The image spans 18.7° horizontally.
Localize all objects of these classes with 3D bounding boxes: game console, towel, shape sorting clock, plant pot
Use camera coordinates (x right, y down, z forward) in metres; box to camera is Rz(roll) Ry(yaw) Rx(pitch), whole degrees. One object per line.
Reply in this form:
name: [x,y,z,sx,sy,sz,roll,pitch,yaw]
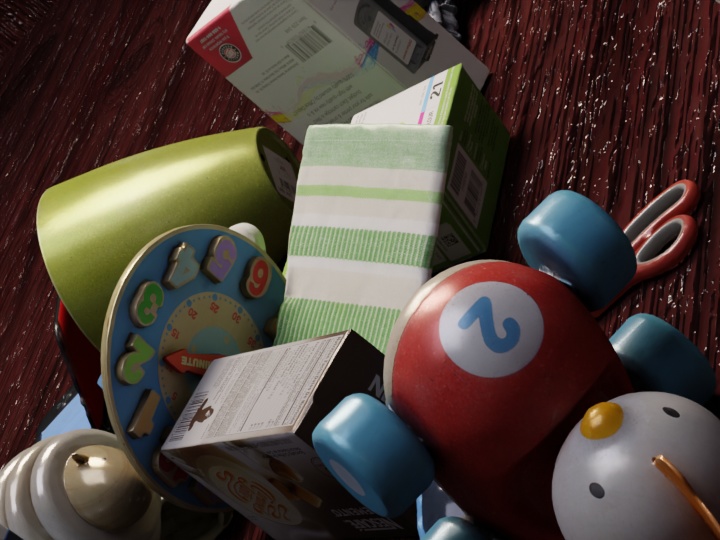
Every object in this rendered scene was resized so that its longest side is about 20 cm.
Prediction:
game console: [-0.283,0.105,2.004,0.172,0.119,0.200,-46,19,15]
towel: [0.000,0.000,1.488,0.152,0.023,0.201,6,87,50]
shape sorting clock: [-0.102,0.068,1.516,0.039,0.200,0.200,-2,50,44]
plant pot: [-0.144,-0.036,1.891,0.199,0.187,0.187,-28,26,18]

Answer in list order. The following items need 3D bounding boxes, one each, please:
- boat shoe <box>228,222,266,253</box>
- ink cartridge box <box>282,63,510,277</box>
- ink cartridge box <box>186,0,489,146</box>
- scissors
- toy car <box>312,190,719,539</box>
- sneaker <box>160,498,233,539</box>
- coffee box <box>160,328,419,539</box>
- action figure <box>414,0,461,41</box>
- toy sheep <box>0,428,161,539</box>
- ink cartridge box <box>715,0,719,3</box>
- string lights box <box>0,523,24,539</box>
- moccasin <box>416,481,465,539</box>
boat shoe: [-0.104,0.050,1.678,0.086,0.074,0.203,-55,-23,-55]
ink cartridge box: [0.001,-0.048,1.614,0.199,0.076,0.148,-23,30,27]
ink cartridge box: [-0.019,-0.173,1.767,0.147,0.200,0.086,-27,29,51]
scissors: [0.137,0.023,1.336,0.200,0.014,0.073,-45,22,22]
toy car: [0.116,0.086,1.051,0.184,0.177,0.200,-44,29,-15]
sneaker: [-0.106,0.149,1.601,0.200,0.067,0.090,-50,27,4]
coffee box: [-0.030,0.111,1.404,0.200,0.114,0.080,-14,42,60]
action figure: [0.024,-0.212,1.901,0.194,0.104,0.200,-57,16,14]
toy sheep: [-0.204,0.184,1.534,0.200,0.138,0.138,-39,22,43]
ink cartridge box: [0.291,-0.258,1.401,0.200,0.067,0.117,-49,18,7]
string lights box: [-0.216,0.247,1.453,0.103,0.200,0.059,-32,26,43]
moccasin: [0.072,0.099,1.271,0.068,0.080,0.200,-38,37,23]
